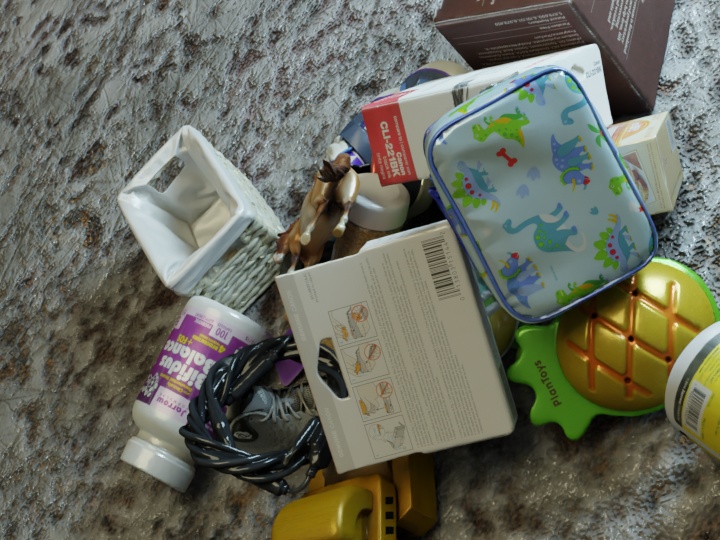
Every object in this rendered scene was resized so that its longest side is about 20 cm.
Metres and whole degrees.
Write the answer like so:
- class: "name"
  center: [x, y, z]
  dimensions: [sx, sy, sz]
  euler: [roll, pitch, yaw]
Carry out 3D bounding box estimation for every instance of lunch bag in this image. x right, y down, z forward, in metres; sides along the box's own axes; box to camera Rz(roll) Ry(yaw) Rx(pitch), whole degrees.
- class: "lunch bag"
  center: [0.151, -0.067, 1.225]
  dimensions: [0.160, 0.201, 0.082]
  euler: [-29, 9, 5]

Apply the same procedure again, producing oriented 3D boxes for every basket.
- class: "basket"
  center: [-0.182, -0.053, 1.686]
  dimensions: [0.136, 0.123, 0.200]
  euler: [-44, 44, 8]

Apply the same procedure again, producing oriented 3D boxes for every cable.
- class: "cable"
  center: [-0.089, 0.138, 1.411]
  dimensions: [0.161, 0.051, 0.201]
  euler: [8, 43, 16]

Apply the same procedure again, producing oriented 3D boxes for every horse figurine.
- class: "horse figurine"
  center: [-0.042, -0.047, 1.363]
  dimensions: [0.133, 0.049, 0.201]
  euler: [-76, 10, -47]

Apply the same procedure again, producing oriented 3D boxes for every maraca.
- class: "maraca"
  center: [0.230, 0.070, 1.278]
  dimensions: [0.199, 0.107, 0.138]
  euler: [-30, 79, 14]

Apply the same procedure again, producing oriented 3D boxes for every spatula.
- class: "spatula"
  center: [-0.022, 0.052, 1.562]
  dimensions: [0.199, 0.021, 0.057]
  euler: [-36, 52, 14]

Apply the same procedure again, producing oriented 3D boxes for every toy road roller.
- class: "toy road roller"
  center: [-0.011, 0.232, 1.352]
  dimensions: [0.122, 0.146, 0.202]
  euler: [-19, 53, 28]

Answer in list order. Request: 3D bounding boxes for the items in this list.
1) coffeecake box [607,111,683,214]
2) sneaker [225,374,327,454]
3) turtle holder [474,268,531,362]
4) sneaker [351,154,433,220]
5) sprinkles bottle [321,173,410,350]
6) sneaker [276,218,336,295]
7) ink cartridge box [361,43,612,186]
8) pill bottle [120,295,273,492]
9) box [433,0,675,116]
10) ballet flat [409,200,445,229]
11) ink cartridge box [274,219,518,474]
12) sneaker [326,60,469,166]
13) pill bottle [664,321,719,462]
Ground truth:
- class: "coffeecake box"
  center: [0.200, -0.085, 1.348]
  dimensions: [0.198, 0.074, 0.153]
  euler: [-13, 11, 19]
- class: "sneaker"
  center: [-0.070, 0.142, 1.478]
  dimensions: [0.199, 0.115, 0.076]
  euler: [-30, 48, 21]
- class: "turtle holder"
  center: [0.093, 0.052, 1.375]
  dimensions: [0.140, 0.186, 0.132]
  euler: [-35, 3, 18]
- class: "sneaker"
  center: [0.006, -0.072, 1.521]
  dimensions: [0.200, 0.084, 0.076]
  euler: [131, 147, -54]
- class: "sprinkles bottle"
  center: [0.000, 0.000, 1.456]
  dimensions: [0.068, 0.068, 0.202]
  euler: [54, 142, 45]
- class: "sneaker"
  center: [-0.054, -0.002, 1.544]
  dimensions: [0.200, 0.066, 0.092]
  euler: [146, 133, -79]
- class: "ink cartridge box"
  center: [0.125, -0.150, 1.362]
  dimensions: [0.198, 0.144, 0.085]
  euler: [-9, 102, 34]
- class: "pill bottle"
  center: [-0.187, 0.140, 1.577]
  dimensions: [0.112, 0.112, 0.202]
  euler: [15, 74, 43]
- class: "box"
  center: [0.205, -0.276, 1.456]
  dimensions: [0.163, 0.200, 0.167]
  euler: [-3, 61, 37]
- class: "ballet flat"
  center: [0.080, -0.041, 1.518]
  dimensions: [0.074, 0.074, 0.202]
  euler: [-19, 51, 29]
- class: "ink cartridge box"
  center: [0.034, 0.071, 1.301]
  dimensions: [0.174, 0.202, 0.045]
  euler: [-15, 9, 15]
- class: "sneaker"
  center: [0.037, -0.146, 1.556]
  dimensions: [0.147, 0.081, 0.199]
  euler: [-51, 19, -26]
- class: "pill bottle"
  center: [0.353, 0.131, 1.145]
  dimensions: [0.113, 0.112, 0.200]
  euler: [-51, 45, 0]
